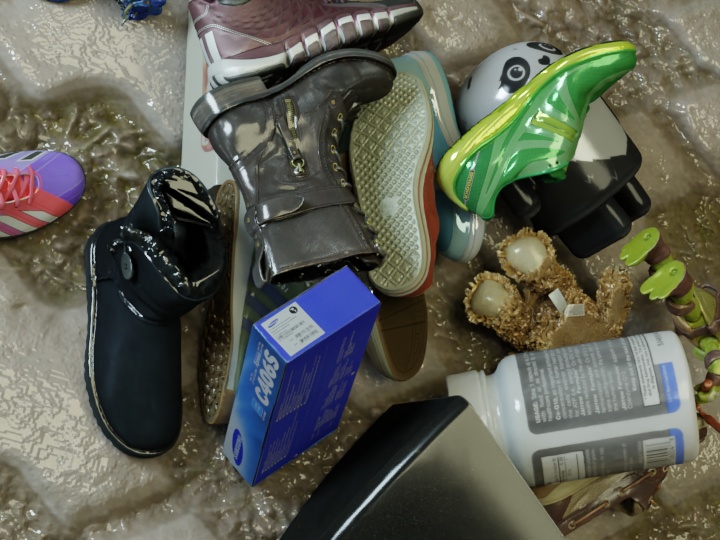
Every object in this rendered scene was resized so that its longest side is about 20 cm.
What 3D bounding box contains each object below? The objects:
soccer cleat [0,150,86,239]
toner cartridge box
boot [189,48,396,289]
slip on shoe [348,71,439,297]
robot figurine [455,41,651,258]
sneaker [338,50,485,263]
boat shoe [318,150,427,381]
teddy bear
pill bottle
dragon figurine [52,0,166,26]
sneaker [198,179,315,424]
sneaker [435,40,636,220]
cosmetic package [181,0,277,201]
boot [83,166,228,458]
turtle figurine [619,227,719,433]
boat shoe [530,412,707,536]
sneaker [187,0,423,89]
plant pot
[{"bbox_3d":[-0.302,-0.060,1.285,0.199,0.073,0.068,-10,81,-27],"label":"soccer cleat"},{"bbox_3d":[-0.049,0.086,1.296,0.095,0.200,0.043,-31,67,-29],"label":"toner cartridge box"},{"bbox_3d":[-0.026,-0.075,1.301,0.200,0.069,0.174,-20,71,-28],"label":"boot"},{"bbox_3d":[0.032,-0.070,1.387,0.074,0.061,0.201,-8,71,16],"label":"slip on shoe"},{"bbox_3d":[0.174,-0.112,1.498,0.125,0.150,0.200,-37,95,9],"label":"robot figurine"},{"bbox_3d":[0.026,-0.094,1.452,0.130,0.080,0.201,-8,70,-29],"label":"sneaker"},{"bbox_3d":[0.000,0.000,1.421,0.072,0.065,0.201,-22,95,-49],"label":"boat shoe"},{"bbox_3d":[0.179,0.051,1.484,0.200,0.067,0.145,23,83,-20],"label":"teddy bear"},{"bbox_3d":[0.177,0.120,1.405,0.199,0.114,0.114,-9,78,4],"label":"pill bottle"},{"bbox_3d":[-0.250,-0.263,1.372,0.199,0.059,0.100,8,70,-27],"label":"dragon figurine"},{"bbox_3d":[-0.074,0.027,1.340,0.090,0.067,0.201,0,103,-25],"label":"sneaker"},{"bbox_3d":[0.157,-0.118,1.402,0.200,0.074,0.084,-40,90,4],"label":"sneaker"},{"bbox_3d":[-0.089,-0.147,1.403,0.103,0.087,0.201,7,73,-25],"label":"cosmetic package"},{"bbox_3d":[-0.157,0.035,1.276,0.076,0.168,0.201,-3,78,-26],"label":"boot"},{"bbox_3d":[0.297,0.044,1.484,0.161,0.064,0.200,49,24,-41],"label":"turtle figurine"},{"bbox_3d":[0.232,0.185,1.484,0.200,0.072,0.072,-22,100,-29],"label":"boat shoe"},{"bbox_3d":[-0.049,-0.222,1.353,0.200,0.076,0.116,-21,82,-28],"label":"sneaker"},{"bbox_3d":[0.042,0.234,1.312,0.177,0.200,0.200,-37,94,-17],"label":"plant pot"}]
